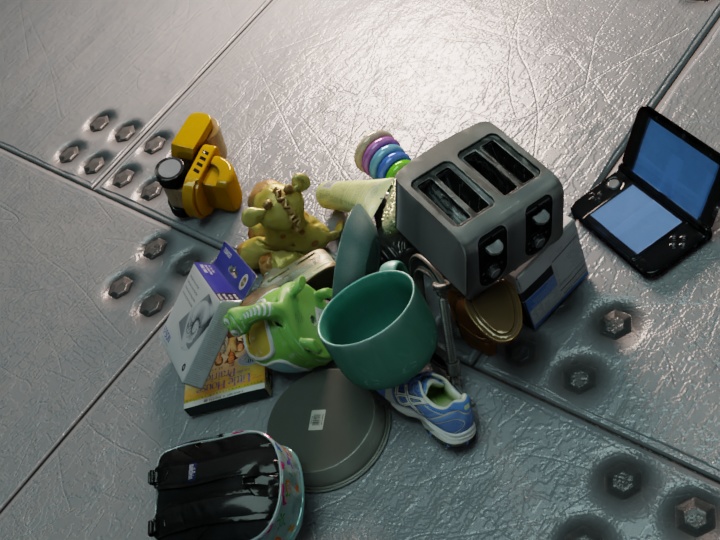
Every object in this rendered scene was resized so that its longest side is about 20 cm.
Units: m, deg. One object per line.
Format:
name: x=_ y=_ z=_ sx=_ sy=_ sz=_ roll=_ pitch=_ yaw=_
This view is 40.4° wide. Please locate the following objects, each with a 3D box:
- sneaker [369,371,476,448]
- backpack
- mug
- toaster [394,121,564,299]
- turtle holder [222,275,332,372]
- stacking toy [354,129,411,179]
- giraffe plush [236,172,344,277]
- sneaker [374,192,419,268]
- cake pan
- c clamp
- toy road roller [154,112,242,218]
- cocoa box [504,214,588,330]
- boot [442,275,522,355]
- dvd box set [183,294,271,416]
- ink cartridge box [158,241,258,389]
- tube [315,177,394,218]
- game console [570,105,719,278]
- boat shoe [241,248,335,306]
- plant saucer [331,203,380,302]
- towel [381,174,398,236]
sneaker: x=0.086 y=0.169 z=1.393 sx=0.200 sy=0.077 sz=0.076 roll=27 pitch=44 yaw=34
backpack: x=-0.173 y=0.318 z=1.352 sx=0.199 sy=0.151 sz=0.178 roll=-20 pitch=54 yaw=21
mug: x=0.042 y=0.082 z=1.373 sx=0.185 sy=0.115 sz=0.152 roll=-42 pitch=31 yaw=-19
toaster: x=0.156 y=-0.090 z=1.337 sx=0.180 sy=0.119 sz=0.200 roll=-31 pitch=57 yaw=-19
turtle holder: x=-0.117 y=0.097 z=1.500 sx=0.131 sy=0.141 sz=0.185 roll=-24 pitch=2 yaw=27
stacking toy: x=0.075 y=-0.162 z=1.689 sx=0.085 sy=0.085 sz=0.200 roll=-38 pitch=51 yaw=-8
giraffe plush: x=-0.136 y=-0.084 z=1.661 sx=0.199 sy=0.162 sz=0.173 roll=10 pitch=58 yaw=32
sneaker: x=0.036 y=-0.062 z=1.625 sx=0.099 sy=0.071 sz=0.200 roll=-36 pitch=46 yaw=-3
cake pan: x=-0.054 y=0.229 z=1.450 sx=0.199 sy=0.037 sz=0.201 roll=-13 pitch=49 yaw=16
c clamp: x=0.116 y=0.077 z=1.406 sx=0.027 sy=0.201 sz=0.171 roll=-16 pitch=15 yaw=-16
toy road roller: x=-0.284 y=-0.189 z=1.857 sx=0.145 sy=0.123 sz=0.201 roll=12 pitch=58 yaw=15
cocoa box: x=0.218 y=-0.032 z=1.470 sx=0.133 sy=0.131 sz=0.200 roll=-44 pitch=48 yaw=-14
boot: x=0.178 y=0.072 z=1.387 sx=0.073 sy=0.155 sz=0.200 roll=-19 pitch=42 yaw=-6
dvd box set: x=-0.217 y=0.135 z=1.610 sx=0.146 sy=0.029 sz=0.201 roll=-16 pitch=47 yaw=13
ink cartridge box: x=-0.250 y=0.061 z=1.573 sx=0.201 sy=0.040 sz=0.200 roll=-63 pitch=28 yaw=6
tube: x=-0.011 y=-0.124 z=1.663 sx=0.052 sy=0.058 sz=0.200 roll=-13 pitch=11 yaw=-27
game console: x=0.424 y=-0.119 z=1.454 sx=0.172 sy=0.119 sz=0.200 roll=-35 pitch=46 yaw=-5
boat shoe: x=-0.129 y=0.031 z=1.598 sx=0.200 sy=0.072 sz=0.065 roll=-31 pitch=53 yaw=-11
plant saucer: x=0.000 y=0.000 z=1.487 sx=0.039 sy=0.201 sz=0.202 roll=8 pitch=55 yaw=11
towel: x=0.100 y=-0.135 z=1.540 sx=0.148 sy=0.037 sz=0.200 roll=-29 pitch=22 yaw=25
